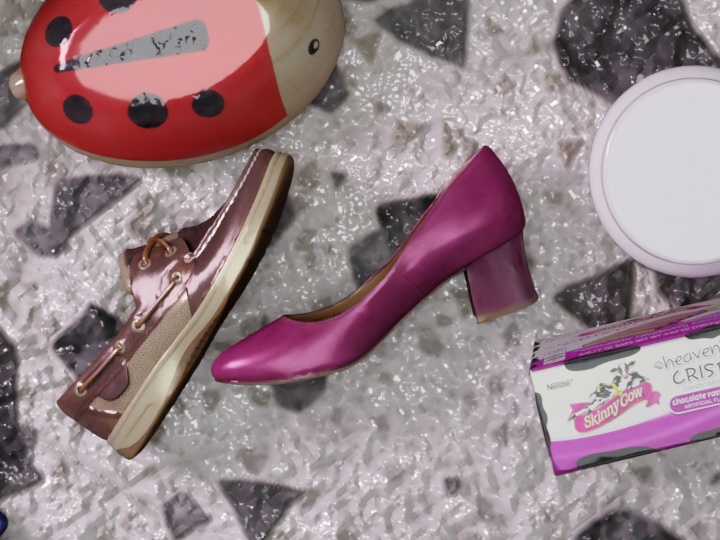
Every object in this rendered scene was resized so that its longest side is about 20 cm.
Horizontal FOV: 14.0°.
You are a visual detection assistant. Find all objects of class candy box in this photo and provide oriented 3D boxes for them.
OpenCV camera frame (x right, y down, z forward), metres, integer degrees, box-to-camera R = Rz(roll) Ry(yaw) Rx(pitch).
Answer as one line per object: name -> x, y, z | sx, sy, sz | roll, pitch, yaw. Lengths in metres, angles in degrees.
candy box -> 0.164, 0.058, 1.600 | 0.135, 0.200, 0.061 | -14, 91, 4

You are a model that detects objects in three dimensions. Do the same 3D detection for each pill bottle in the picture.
pill bottle -> 0.181, -0.054, 1.594 | 0.113, 0.200, 0.115 | 0, 92, 5

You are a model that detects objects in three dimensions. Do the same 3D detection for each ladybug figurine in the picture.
ladybug figurine -> -0.108, -0.128, 1.683 | 0.199, 0.072, 0.137 | -17, 91, 6

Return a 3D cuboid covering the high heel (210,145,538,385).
high heel -> 0.000, 0.000, 1.679 | 0.199, 0.067, 0.097 | -19, 100, -9

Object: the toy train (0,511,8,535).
toy train -> -0.291, 0.212, 1.688 | 0.085, 0.116, 0.200 | 39, 94, 3

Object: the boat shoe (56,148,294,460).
boat shoe -> -0.109, 0.009, 1.690 | 0.072, 0.072, 0.201 | 31, 100, 2
